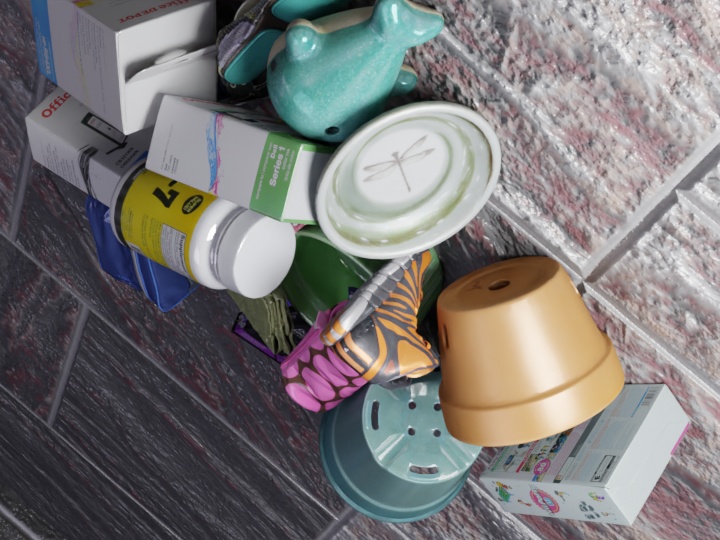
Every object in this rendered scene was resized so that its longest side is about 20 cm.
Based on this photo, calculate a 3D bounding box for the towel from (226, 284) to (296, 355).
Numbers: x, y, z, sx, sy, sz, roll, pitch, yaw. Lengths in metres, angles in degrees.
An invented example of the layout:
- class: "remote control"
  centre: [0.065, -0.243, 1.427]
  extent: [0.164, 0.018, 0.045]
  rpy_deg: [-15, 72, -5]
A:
- class: "towel"
  centre: [-0.140, 0.002, 1.866]
  extent: [0.200, 0.036, 0.149]
  rpy_deg: [50, 161, 27]

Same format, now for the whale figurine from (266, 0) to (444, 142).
- class: "whale figurine"
  centre: [-0.006, -0.195, 1.508]
  extent: [0.158, 0.105, 0.199]
  rpy_deg: [20, 147, -36]

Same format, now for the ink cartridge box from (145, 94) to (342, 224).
- class: "ink cartridge box"
  centre: [-0.102, -0.115, 1.617]
  extent: [0.199, 0.144, 0.085]
  rpy_deg: [22, 102, 34]

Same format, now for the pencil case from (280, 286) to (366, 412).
- class: "pencil case"
  centre: [-0.033, 0.098, 1.778]
  extent: [0.093, 0.091, 0.200]
  rpy_deg: [9, 154, -16]

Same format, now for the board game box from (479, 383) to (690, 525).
- class: "board game box"
  centre: [0.248, 0.201, 1.722]
  extent: [0.199, 0.148, 0.064]
  rpy_deg: [-4, 131, 53]

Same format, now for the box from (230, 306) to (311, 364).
- class: "box"
  centre: [-0.061, 0.097, 2.026]
  extent: [0.143, 0.036, 0.199]
  rpy_deg: [36, 155, -29]

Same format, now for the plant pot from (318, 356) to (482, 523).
- class: "plant pot"
  centre: [0.060, 0.192, 1.840]
  extent: [0.200, 0.201, 0.196]
  rpy_deg: [40, 164, 2]

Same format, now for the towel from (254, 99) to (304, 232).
- class: "towel"
  centre: [-0.113, -0.100, 1.737]
  extent: [0.200, 0.030, 0.147]
  rpy_deg: [-35, 72, 40]

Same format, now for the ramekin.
- class: "ramekin"
  centre: [0.000, 0.000, 1.795]
  extent: [0.199, 0.098, 0.201]
  rpy_deg: [30, 149, 20]

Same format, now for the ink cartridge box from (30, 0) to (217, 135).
- class: "ink cartridge box"
  centre: [-0.247, -0.246, 1.660]
  extent: [0.200, 0.128, 0.126]
  rpy_deg: [37, 138, 37]

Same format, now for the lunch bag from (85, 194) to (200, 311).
- class: "lunch bag"
  centre: [-0.254, -0.056, 1.980]
  extent: [0.132, 0.136, 0.201]
  rpy_deg: [31, 150, 24]

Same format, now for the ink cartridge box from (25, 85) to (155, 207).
- class: "ink cartridge box"
  centre: [-0.283, -0.160, 1.869]
  extent: [0.199, 0.146, 0.085]
  rpy_deg: [31, 151, 17]

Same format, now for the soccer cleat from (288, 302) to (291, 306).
- class: "soccer cleat"
  centre: [-0.111, -0.033, 1.917]
  extent: [0.073, 0.068, 0.201]
  rpy_deg: [11, 136, 48]

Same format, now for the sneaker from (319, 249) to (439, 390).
- class: "sneaker"
  centre: [0.041, 0.057, 1.623]
  extent: [0.112, 0.200, 0.078]
  rpy_deg: [46, 134, -3]

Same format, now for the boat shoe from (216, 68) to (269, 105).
- class: "boat shoe"
  centre: [-0.128, -0.212, 1.680]
  extent: [0.200, 0.056, 0.069]
  rpy_deg: [-14, 89, 58]

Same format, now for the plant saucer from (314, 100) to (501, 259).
- class: "plant saucer"
  centre: [0.043, -0.100, 1.560]
  extent: [0.201, 0.199, 0.050]
  rpy_deg: [78, 170, -47]

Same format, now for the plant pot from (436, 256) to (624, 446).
- class: "plant pot"
  centre: [0.165, 0.076, 1.626]
  extent: [0.199, 0.200, 0.141]
  rpy_deg: [2, 117, 49]

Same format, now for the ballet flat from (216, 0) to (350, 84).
- class: "ballet flat"
  centre: [-0.080, -0.266, 1.552]
  extent: [0.072, 0.072, 0.200]
  rpy_deg: [47, 128, -12]

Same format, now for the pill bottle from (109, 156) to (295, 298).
- class: "pill bottle"
  centre: [-0.174, -0.047, 1.708]
  extent: [0.199, 0.114, 0.115]
  rpy_deg: [24, 147, 35]
